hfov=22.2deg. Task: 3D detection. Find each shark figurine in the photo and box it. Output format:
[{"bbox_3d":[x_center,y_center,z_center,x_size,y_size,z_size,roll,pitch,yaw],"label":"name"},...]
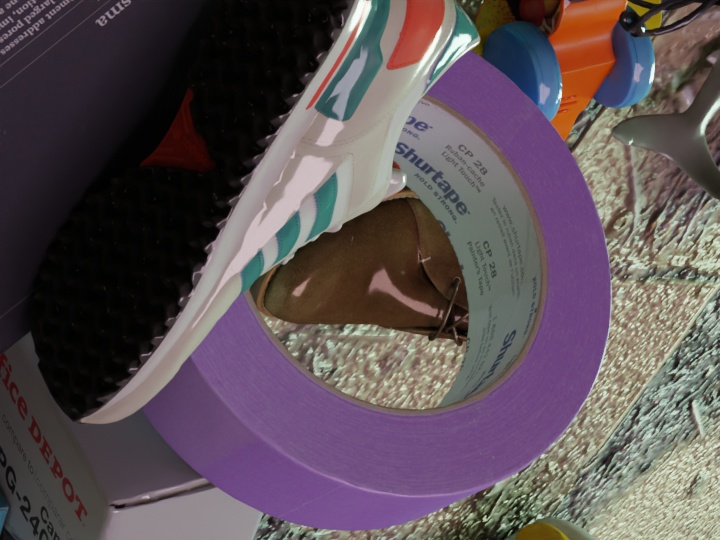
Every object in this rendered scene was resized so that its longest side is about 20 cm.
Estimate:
[{"bbox_3d":[0.225,-0.138,0.951,0.214,0.128,0.090,-30,124,18],"label":"shark figurine"}]

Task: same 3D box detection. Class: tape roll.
[{"bbox_3d":[0.000,0.000,0.739,0.200,0.200,0.066,-17,170,-31],"label":"tape roll"}]

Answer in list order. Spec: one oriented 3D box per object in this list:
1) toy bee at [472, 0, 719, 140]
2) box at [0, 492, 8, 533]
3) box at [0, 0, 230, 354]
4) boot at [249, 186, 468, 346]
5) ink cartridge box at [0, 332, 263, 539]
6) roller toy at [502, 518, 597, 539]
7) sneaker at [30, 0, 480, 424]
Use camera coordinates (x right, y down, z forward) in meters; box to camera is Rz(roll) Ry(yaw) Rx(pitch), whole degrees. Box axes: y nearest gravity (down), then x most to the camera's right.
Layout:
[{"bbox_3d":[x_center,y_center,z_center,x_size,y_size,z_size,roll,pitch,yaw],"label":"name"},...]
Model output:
[{"bbox_3d":[0.090,-0.120,0.811,0.131,0.109,0.200,-7,162,-44],"label":"toy bee"},{"bbox_3d":[-0.216,0.151,0.833,0.049,0.082,0.200,-10,138,-36],"label":"box"},{"bbox_3d":[-0.143,-0.074,0.615,0.200,0.104,0.182,-38,146,-2],"label":"box"},{"bbox_3d":[0.038,0.006,0.917,0.200,0.075,0.074,-6,137,-39],"label":"boot"},{"bbox_3d":[-0.124,0.107,0.813,0.083,0.145,0.200,-10,138,-33],"label":"ink cartridge box"},{"bbox_3d":[0.129,0.263,1.221,0.140,0.200,0.182,-29,-179,-15],"label":"roller toy"},{"bbox_3d":[-0.031,-0.021,0.627,0.093,0.070,0.200,13,118,-45],"label":"sneaker"}]
